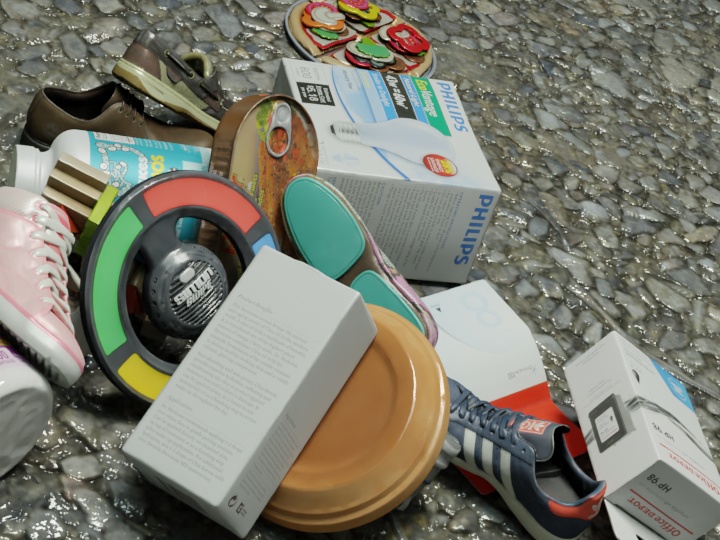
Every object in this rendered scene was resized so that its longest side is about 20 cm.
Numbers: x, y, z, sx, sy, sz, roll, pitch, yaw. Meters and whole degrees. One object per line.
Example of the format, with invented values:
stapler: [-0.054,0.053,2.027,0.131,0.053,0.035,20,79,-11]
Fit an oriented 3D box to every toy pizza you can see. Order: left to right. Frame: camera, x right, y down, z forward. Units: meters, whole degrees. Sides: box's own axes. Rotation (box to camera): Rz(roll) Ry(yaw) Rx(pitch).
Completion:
toy pizza: [0.004,-0.291,1.778,0.197,0.032,0.202,14,37,-11]

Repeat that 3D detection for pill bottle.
pill bottle: [-0.335,0.064,1.095,0.200,0.113,0.112,40,40,22]
pill bottle: [-0.221,-0.067,1.318,0.197,0.112,0.112,6,39,-20]

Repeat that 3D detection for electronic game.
electronic game: [-0.145,0.017,1.203,0.198,0.203,0.041,-12,12,-37]

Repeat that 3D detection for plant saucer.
plant saucer: [-0.026,0.110,1.164,0.197,0.038,0.203,-9,57,13]

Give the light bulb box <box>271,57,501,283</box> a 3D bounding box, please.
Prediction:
light bulb box: [0.013,-0.102,1.469,0.197,0.126,0.200,5,39,-21]

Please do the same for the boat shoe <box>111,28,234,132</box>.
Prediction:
boat shoe: [-0.172,-0.191,1.473,0.073,0.065,0.199,34,7,26]

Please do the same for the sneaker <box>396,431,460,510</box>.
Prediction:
sneaker: [-0.009,0.125,1.218,0.199,0.082,0.075,34,-4,43]

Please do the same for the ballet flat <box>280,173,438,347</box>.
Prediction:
ballet flat: [0.000,0.000,1.302,0.201,0.069,0.071,51,10,9]

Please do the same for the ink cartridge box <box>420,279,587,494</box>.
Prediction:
ink cartridge box: [0.111,0.102,1.330,0.159,0.048,0.200,-14,48,-38]

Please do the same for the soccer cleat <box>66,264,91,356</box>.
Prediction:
soccer cleat: [-0.293,-0.002,1.227,0.199,0.078,0.069,36,39,19]

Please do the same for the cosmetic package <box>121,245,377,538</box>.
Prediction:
cosmetic package: [-0.084,0.093,1.126,0.101,0.071,0.201,25,70,27]

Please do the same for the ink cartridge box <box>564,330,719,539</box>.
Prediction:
ink cartridge box: [0.259,0.165,1.275,0.115,0.067,0.201,35,28,-31]

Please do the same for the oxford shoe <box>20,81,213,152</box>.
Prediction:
oxford shoe: [-0.231,-0.140,1.428,0.197,0.085,0.073,6,37,-23]

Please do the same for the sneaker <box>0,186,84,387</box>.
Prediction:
sneaker: [-0.255,0.001,1.128,0.104,0.076,0.200,-41,53,-15]

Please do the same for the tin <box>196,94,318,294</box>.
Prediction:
tin: [-0.094,-0.059,1.298,0.041,0.203,0.111,10,0,36]

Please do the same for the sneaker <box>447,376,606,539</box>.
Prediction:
sneaker: [0.128,0.142,1.229,0.199,0.085,0.075,40,44,6]

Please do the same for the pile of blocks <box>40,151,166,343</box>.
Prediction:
pile of blocks: [-0.202,-0.009,1.230,0.200,0.082,0.063,46,40,-25]
